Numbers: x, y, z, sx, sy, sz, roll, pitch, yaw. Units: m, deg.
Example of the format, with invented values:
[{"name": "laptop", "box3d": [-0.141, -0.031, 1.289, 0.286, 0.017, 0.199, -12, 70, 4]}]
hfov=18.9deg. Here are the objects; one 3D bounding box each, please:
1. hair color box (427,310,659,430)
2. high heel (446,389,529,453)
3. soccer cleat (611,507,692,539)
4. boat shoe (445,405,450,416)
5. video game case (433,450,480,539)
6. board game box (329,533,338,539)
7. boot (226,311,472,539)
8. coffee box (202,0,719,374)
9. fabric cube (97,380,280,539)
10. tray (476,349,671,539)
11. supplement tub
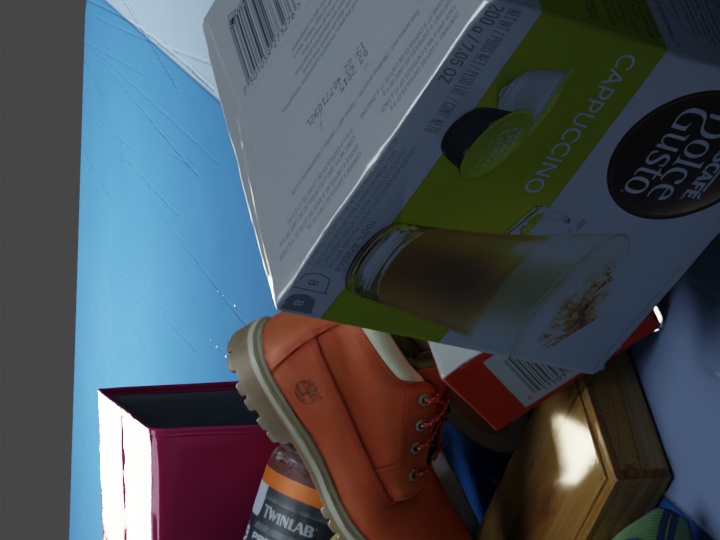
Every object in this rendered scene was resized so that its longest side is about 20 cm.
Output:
[{"name": "hair color box", "box3d": [0.078, -0.022, 1.214, 0.064, 0.111, 0.200, 45, -163, -40]}, {"name": "high heel", "box3d": [0.042, 0.025, 1.360, 0.200, 0.067, 0.096, 53, 179, 0]}, {"name": "soccer cleat", "box3d": [0.139, 0.198, 1.160, 0.200, 0.064, 0.084, 106, -174, -53]}, {"name": "boat shoe", "box3d": [-0.001, 0.000, 1.275, 0.074, 0.068, 0.200, -7, -102, -71]}, {"name": "video game case", "box3d": [0.028, 0.083, 1.390, 0.143, 0.018, 0.200, 65, 179, -56]}, {"name": "board game box", "box3d": [-0.039, 0.207, 1.361, 0.200, 0.030, 0.096, -47, -4, 23]}, {"name": "boot", "box3d": [0.022, 0.097, 1.220, 0.200, 0.107, 0.075, 55, -155, -17]}, {"name": "coffee box", "box3d": [0.067, -0.100, 1.044, 0.200, 0.197, 0.200, -53, 38, 35]}, {"name": "fabric cube", "box3d": [-0.085, 0.195, 1.625, 0.200, 0.195, 0.200, -162, 73, -71]}, {"name": "tray", "box3d": [0.117, 0.136, 1.239, 0.200, 0.037, 0.099, 107, 155, -48]}, {"name": "supplement tub", "box3d": [-0.028, 0.189, 1.483, 0.107, 0.107, 0.201, -157, 83, -71]}]
